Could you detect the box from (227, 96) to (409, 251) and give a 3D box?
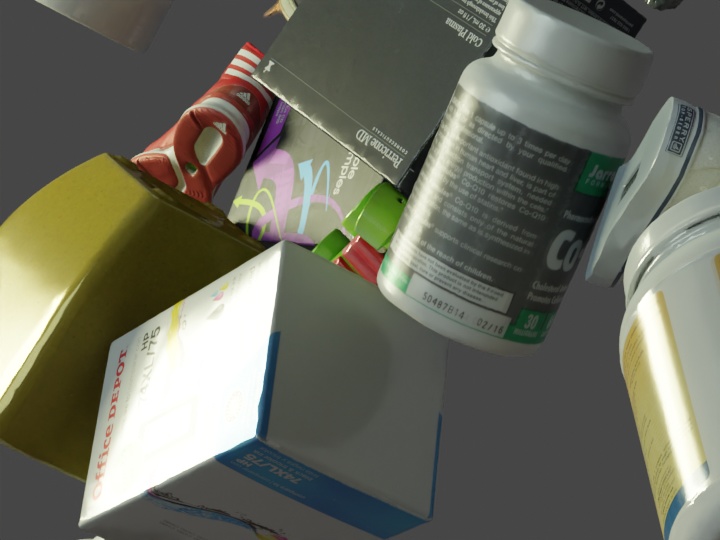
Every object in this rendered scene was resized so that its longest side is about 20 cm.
[{"bbox_3d":[-0.018,-0.079,1.774,0.199,0.036,0.144,6,72,56],"label":"box"}]

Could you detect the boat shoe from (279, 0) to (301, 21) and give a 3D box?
[{"bbox_3d":[-0.010,-0.201,1.781,0.065,0.072,0.200,-43,8,16],"label":"boat shoe"}]

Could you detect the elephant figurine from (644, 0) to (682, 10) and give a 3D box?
[{"bbox_3d":[0.231,-0.256,1.469,0.200,0.154,0.143,-108,18,-63],"label":"elephant figurine"}]

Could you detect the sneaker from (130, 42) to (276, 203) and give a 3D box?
[{"bbox_3d":[-0.111,-0.107,1.928,0.116,0.078,0.200,-49,10,-32],"label":"sneaker"}]

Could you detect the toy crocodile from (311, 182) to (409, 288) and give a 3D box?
[{"bbox_3d":[0.000,0.000,1.614,0.062,0.068,0.200,-42,-3,-30],"label":"toy crocodile"}]

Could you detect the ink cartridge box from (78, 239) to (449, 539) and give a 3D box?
[{"bbox_3d":[-0.063,0.103,1.594,0.199,0.145,0.148,-29,44,44],"label":"ink cartridge box"}]

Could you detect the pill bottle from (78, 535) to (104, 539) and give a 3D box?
[{"bbox_3d":[-0.203,0.260,1.715,0.200,0.115,0.117,-39,38,35],"label":"pill bottle"}]

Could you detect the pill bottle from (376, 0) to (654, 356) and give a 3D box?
[{"bbox_3d":[0.096,-0.059,1.482,0.201,0.112,0.113,-67,29,14],"label":"pill bottle"}]

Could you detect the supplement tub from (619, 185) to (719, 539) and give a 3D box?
[{"bbox_3d":[0.208,0.068,1.213,0.145,0.144,0.201,-42,36,30],"label":"supplement tub"}]

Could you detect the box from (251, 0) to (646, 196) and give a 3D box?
[{"bbox_3d":[0.055,-0.148,1.613,0.183,0.104,0.200,-55,41,5],"label":"box"}]

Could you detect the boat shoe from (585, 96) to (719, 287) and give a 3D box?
[{"bbox_3d":[0.189,-0.033,1.392,0.202,0.085,0.075,113,177,-65],"label":"boat shoe"}]

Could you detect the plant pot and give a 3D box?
[{"bbox_3d":[-0.170,0.036,1.763,0.201,0.195,0.194,-59,31,4],"label":"plant pot"}]

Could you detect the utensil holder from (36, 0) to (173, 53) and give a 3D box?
[{"bbox_3d":[-0.214,-0.314,2.124,0.201,0.169,0.170,-63,31,4],"label":"utensil holder"}]
